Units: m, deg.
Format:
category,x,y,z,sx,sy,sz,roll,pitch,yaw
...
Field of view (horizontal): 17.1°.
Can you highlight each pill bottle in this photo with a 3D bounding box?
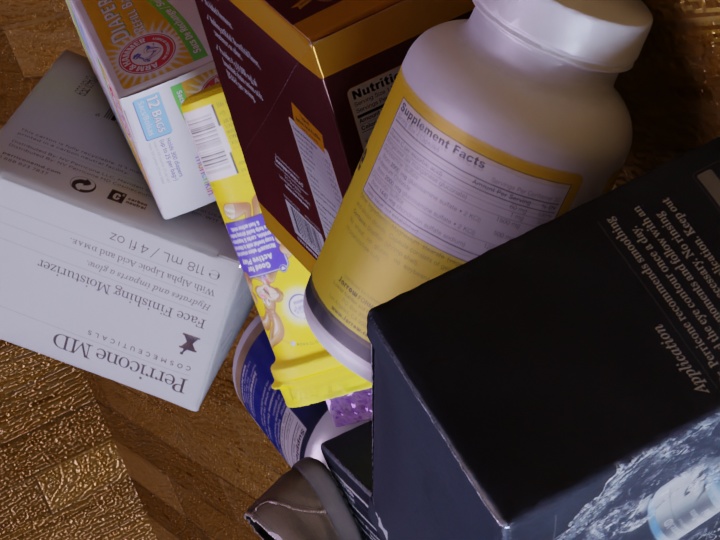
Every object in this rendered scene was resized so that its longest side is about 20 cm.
category,x,y,z,sx,sy,sz,roll,pitch,yaw
pill bottle,0.057,-0.044,1.107,0.112,0.112,0.200,50,124,45
pill bottle,-0.004,0.107,1.726,0.200,0.115,0.116,47,157,50

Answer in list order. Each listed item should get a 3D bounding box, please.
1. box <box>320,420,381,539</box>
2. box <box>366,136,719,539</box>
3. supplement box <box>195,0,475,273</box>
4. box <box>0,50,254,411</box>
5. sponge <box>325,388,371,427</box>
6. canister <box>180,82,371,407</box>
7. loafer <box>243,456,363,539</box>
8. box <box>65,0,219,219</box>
category,x,y,z,sx,sy,sz,roll,pitch,yaw
box,0.087,0.199,1.531,0.200,0.123,0.199,36,150,65
box,0.114,0.066,1.053,0.118,0.200,0.197,57,165,27
supplement box,0.018,-0.094,1.264,0.197,0.133,0.200,45,156,54
box,-0.163,-0.032,1.687,0.200,0.198,0.131,-66,-5,-58
sponge,0.000,0.000,1.545,0.030,0.111,0.200,-48,-60,-57
canister,-0.011,-0.034,1.459,0.087,0.148,0.201,-36,-73,-64
loafer,-0.015,0.222,1.554,0.200,0.071,0.073,61,167,19
box,-0.128,-0.147,1.621,0.200,0.101,0.113,-119,9,-47
